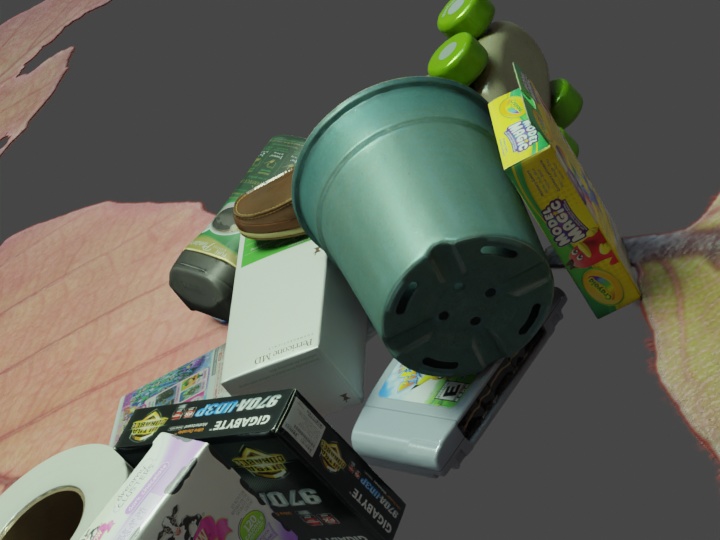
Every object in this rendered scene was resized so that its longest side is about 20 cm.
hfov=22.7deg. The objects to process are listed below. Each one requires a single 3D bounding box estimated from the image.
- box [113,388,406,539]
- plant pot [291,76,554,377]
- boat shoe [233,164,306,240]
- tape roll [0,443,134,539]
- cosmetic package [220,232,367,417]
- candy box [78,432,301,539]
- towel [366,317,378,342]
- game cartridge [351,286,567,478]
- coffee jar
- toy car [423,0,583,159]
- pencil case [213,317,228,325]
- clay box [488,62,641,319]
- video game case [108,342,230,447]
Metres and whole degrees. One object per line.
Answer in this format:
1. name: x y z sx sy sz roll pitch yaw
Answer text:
1. box: -0.085 0.171 1.493 0.200 0.159 0.046 -10 42 41
2. plant pot: 0.062 -0.026 1.512 0.200 0.200 0.196 -34 41 9
3. boat shoe: -0.031 -0.089 1.637 0.200 0.068 0.072 -20 39 17
4. tape roll: -0.240 0.270 1.554 0.203 0.139 0.203 -28 31 18
5. cosmetic package: -0.055 0.041 1.641 0.108 0.085 0.200 -21 38 20
6. candy box: -0.125 0.253 1.380 0.072 0.200 0.168 5 51 52
7. towel: 0.000 0.000 1.761 0.171 0.048 0.200 -44 29 -2
8. game cartridge: 0.080 0.088 1.551 0.133 0.040 0.200 -1 46 54
9. coffee jar: -0.099 -0.037 1.793 0.104 0.085 0.200 16 61 46
10. toy car: 0.089 -0.144 1.755 0.200 0.164 0.158 -33 27 32
11. pencil case: -0.110 -0.040 1.903 0.200 0.083 0.091 -55 16 -28
12. clay box: 0.164 -0.069 1.500 0.048 0.200 0.115 -28 30 14
13. video game case: -0.163 0.137 1.735 0.182 0.024 0.200 -28 22 12
